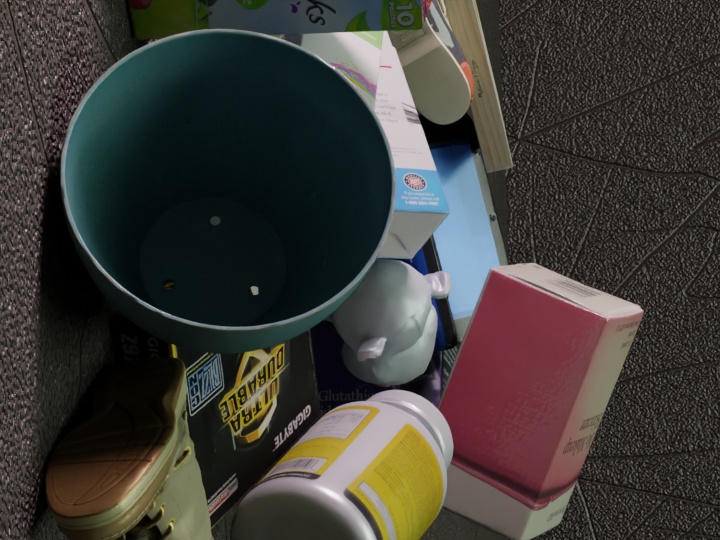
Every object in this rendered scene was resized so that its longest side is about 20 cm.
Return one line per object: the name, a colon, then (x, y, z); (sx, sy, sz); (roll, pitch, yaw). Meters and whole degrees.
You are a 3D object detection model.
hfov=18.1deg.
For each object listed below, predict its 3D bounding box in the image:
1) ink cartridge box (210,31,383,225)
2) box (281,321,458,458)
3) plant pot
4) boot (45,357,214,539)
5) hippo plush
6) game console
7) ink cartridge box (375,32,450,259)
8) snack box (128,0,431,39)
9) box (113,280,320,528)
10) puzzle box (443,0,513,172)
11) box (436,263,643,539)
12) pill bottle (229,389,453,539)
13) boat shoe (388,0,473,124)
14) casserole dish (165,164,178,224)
ink cartridge box: (-0.047, -0.090, 1.536); (0.117, 0.067, 0.200); (-47, -155, 38)
box: (0.008, 0.083, 1.974); (0.104, 0.148, 0.200); (54, 35, -71)
plant pot: (-0.086, -0.030, 1.397); (0.135, 0.200, 0.200); (108, -14, -65)
boot: (-0.134, 0.158, 1.376); (0.200, 0.073, 0.156); (-80, 163, -69)
hippo plush: (0.000, 0.000, 1.765); (0.159, 0.161, 0.200); (-50, 152, -26)
game console: (0.079, -0.040, 1.876); (0.171, 0.118, 0.200); (159, -84, -79)
ink cartridge box: (-0.020, -0.109, 1.712); (0.067, 0.116, 0.200); (-53, -135, 46)
snack box: (-0.060, -0.228, 1.484); (0.053, 0.200, 0.142); (-74, 160, -56)
box: (-0.095, 0.070, 1.553); (0.200, 0.049, 0.160); (-42, 130, -58)
puzzle box: (0.093, -0.201, 1.930); (0.133, 0.025, 0.200); (-94, 169, -58)
box: (0.136, 0.105, 1.839); (0.128, 0.109, 0.200); (-7, 118, -69)
pill bottle: (-0.005, 0.161, 1.607); (0.200, 0.112, 0.112); (-42, 131, -59)
boat shoe: (0.034, -0.213, 1.830); (0.200, 0.071, 0.063); (61, 16, -15)
casserole dish: (-0.126, -0.090, 1.557); (0.200, 0.039, 0.121); (-75, 161, -56)
